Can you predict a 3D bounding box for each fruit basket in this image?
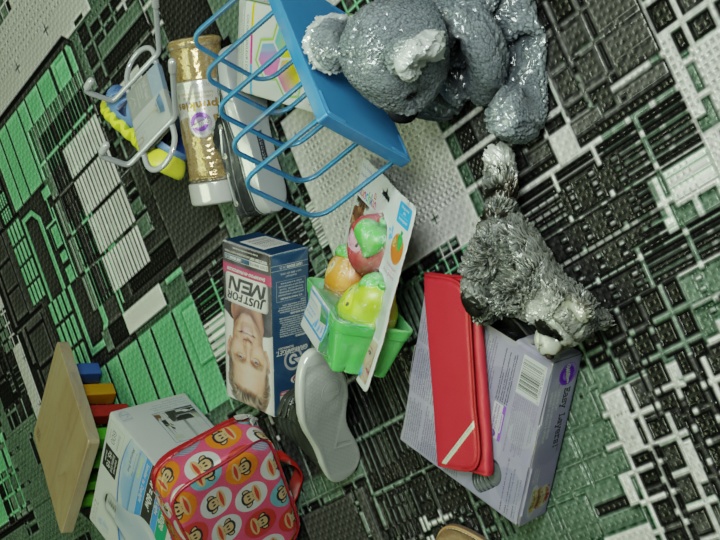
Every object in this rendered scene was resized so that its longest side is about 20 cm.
[{"bbox_3d":[0.000,0.000,1.508,0.185,0.093,0.202,-128,43,-63],"label":"fruit basket"}]

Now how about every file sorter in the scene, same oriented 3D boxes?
[{"bbox_3d":[-0.064,-0.172,1.415,0.122,0.138,0.201,-37,57,23],"label":"file sorter"}]

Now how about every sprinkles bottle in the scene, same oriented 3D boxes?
[{"bbox_3d":[-0.187,-0.181,1.734,0.068,0.068,0.202,-2,98,50],"label":"sprinkles bottle"}]

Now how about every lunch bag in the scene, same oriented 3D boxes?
[{"bbox_3d":[-0.151,0.278,1.737,0.082,0.175,0.201,39,150,46],"label":"lunch bag"}]

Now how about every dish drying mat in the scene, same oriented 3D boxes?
[{"bbox_3d":[0.097,0.104,1.437,0.076,0.018,0.202,5,104,50],"label":"dish drying mat"}]

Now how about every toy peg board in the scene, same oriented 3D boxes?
[{"bbox_3d":[-0.398,0.244,2.107,0.200,0.097,0.201,62,141,41],"label":"toy peg board"}]

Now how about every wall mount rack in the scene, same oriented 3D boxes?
[{"bbox_3d":[-0.262,-0.226,1.734,0.174,0.074,0.201,-42,49,28],"label":"wall mount rack"}]

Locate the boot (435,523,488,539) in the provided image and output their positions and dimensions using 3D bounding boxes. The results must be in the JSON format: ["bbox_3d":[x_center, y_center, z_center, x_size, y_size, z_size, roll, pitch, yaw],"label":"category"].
[{"bbox_3d":[0.131,0.351,1.500,0.200,0.075,0.074,51,136,30],"label":"boot"}]

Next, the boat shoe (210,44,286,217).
[{"bbox_3d":[-0.144,-0.162,1.680,0.067,0.072,0.202,-9,101,32],"label":"boat shoe"}]

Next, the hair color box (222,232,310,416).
[{"bbox_3d":[-0.113,0.064,1.721,0.100,0.060,0.202,17,113,47],"label":"hair color box"}]

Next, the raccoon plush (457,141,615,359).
[{"bbox_3d":[0.168,-0.020,1.339,0.133,0.096,0.202,1,99,34],"label":"raccoon plush"}]

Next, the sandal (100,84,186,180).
[{"bbox_3d":[-0.262,-0.193,1.829,0.200,0.079,0.087,40,99,41],"label":"sandal"}]

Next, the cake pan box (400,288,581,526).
[{"bbox_3d":[0.128,0.128,1.459,0.184,0.052,0.202,29,122,40],"label":"cake pan box"}]

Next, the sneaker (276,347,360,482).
[{"bbox_3d":[-0.063,0.151,1.640,0.099,0.071,0.201,35,150,40],"label":"sneaker"}]

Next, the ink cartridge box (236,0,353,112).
[{"bbox_3d":[-0.055,-0.234,1.567,0.199,0.059,0.105,23,117,45],"label":"ink cartridge box"}]

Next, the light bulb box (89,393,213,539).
[{"bbox_3d":[-0.247,0.308,1.900,0.200,0.124,0.200,42,129,36],"label":"light bulb box"}]

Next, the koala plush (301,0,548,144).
[{"bbox_3d":[0.056,-0.210,1.331,0.177,0.199,0.185,21,116,46],"label":"koala plush"}]
